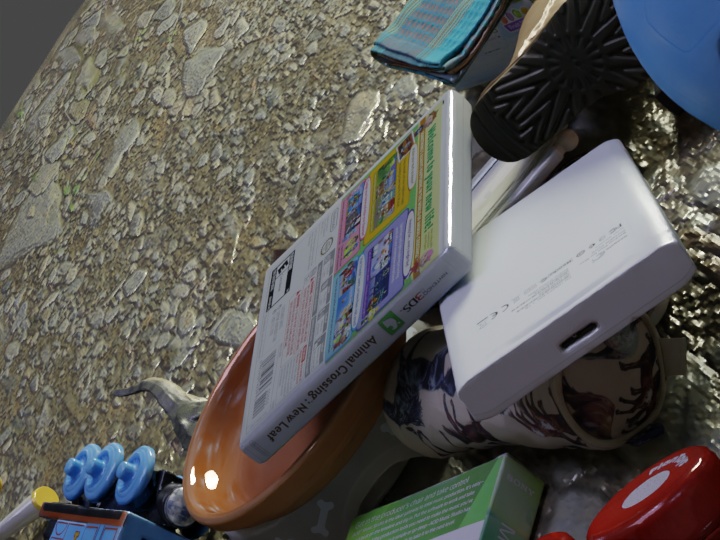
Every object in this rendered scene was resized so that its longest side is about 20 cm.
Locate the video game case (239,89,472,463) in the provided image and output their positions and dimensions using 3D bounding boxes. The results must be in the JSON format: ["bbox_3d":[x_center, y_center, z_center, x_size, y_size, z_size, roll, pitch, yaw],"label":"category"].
[{"bbox_3d":[0.000,0.000,1.264,0.182,0.022,0.200,-44,20,24],"label":"video game case"}]

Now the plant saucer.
[{"bbox_3d":[-0.036,0.077,1.313,0.200,0.037,0.201,-45,24,25],"label":"plant saucer"}]

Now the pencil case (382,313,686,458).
[{"bbox_3d":[0.090,0.063,1.179,0.200,0.089,0.079,-12,75,60],"label":"pencil case"}]

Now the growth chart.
[{"bbox_3d":[0.087,-0.050,1.363,0.145,0.018,0.200,-50,7,9],"label":"growth chart"}]

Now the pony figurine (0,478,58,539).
[{"bbox_3d":[-0.369,0.257,1.779,0.200,0.167,0.193,-45,-9,29],"label":"pony figurine"}]

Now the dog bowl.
[{"bbox_3d":[-0.018,0.108,1.361,0.200,0.059,0.201,-44,23,24],"label":"dog bowl"}]

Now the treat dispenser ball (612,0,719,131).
[{"bbox_3d":[0.224,-0.163,1.068,0.201,0.200,0.201,-43,24,24],"label":"treat dispenser ball"}]

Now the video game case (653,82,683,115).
[{"bbox_3d":[0.251,-0.212,1.326,0.181,0.025,0.201,-41,26,30],"label":"video game case"}]

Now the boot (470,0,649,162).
[{"bbox_3d":[0.149,-0.161,1.324,0.175,0.066,0.200,-34,11,28],"label":"boot"}]

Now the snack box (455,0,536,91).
[{"bbox_3d":[0.135,-0.242,1.553,0.168,0.067,0.201,-13,47,58],"label":"snack box"}]

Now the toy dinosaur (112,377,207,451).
[{"bbox_3d":[-0.101,0.105,1.510,0.088,0.048,0.200,-19,28,-22],"label":"toy dinosaur"}]

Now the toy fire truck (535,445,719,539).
[{"bbox_3d":[0.144,0.136,0.946,0.200,0.112,0.168,-37,3,35],"label":"toy fire truck"}]

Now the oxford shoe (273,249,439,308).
[{"bbox_3d":[0.004,0.021,1.464,0.200,0.071,0.072,0,86,61],"label":"oxford shoe"}]

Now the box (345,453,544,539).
[{"bbox_3d":[0.022,0.208,1.161,0.144,0.036,0.201,-29,34,47],"label":"box"}]

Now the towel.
[{"bbox_3d":[0.089,-0.224,1.504,0.201,0.022,0.147,-56,24,-3],"label":"towel"}]

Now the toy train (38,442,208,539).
[{"bbox_3d":[-0.174,0.190,1.529,0.200,0.086,0.115,-7,56,62],"label":"toy train"}]

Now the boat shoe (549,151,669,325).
[{"bbox_3d":[0.135,-0.029,1.247,0.067,0.057,0.200,-46,23,18],"label":"boat shoe"}]

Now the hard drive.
[{"bbox_3d":[0.102,0.000,1.121,0.131,0.026,0.200,-35,15,9],"label":"hard drive"}]
